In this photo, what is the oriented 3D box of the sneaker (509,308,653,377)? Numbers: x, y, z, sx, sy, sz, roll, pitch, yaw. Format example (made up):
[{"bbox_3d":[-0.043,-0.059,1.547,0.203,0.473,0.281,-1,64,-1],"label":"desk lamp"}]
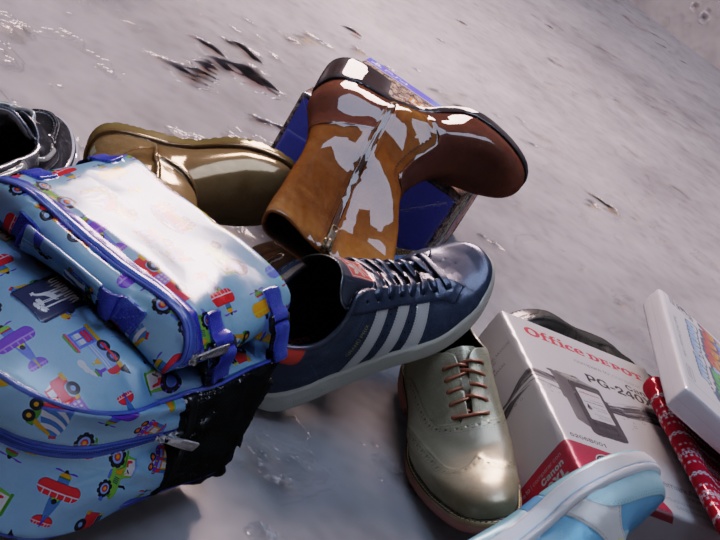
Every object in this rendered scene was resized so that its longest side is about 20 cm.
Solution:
[{"bbox_3d":[0.191,0.092,1.157,0.199,0.060,0.104,15,23,-43],"label":"sneaker"}]

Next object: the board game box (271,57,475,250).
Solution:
[{"bbox_3d":[0.021,-0.091,1.258,0.159,0.097,0.200,35,23,4],"label":"board game box"}]

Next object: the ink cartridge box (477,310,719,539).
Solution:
[{"bbox_3d":[0.158,0.132,1.004,0.145,0.083,0.200,22,25,-25],"label":"ink cartridge box"}]

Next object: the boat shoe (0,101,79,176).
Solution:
[{"bbox_3d":[-0.230,-0.077,0.923,0.071,0.068,0.200,9,25,4],"label":"boat shoe"}]

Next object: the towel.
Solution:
[{"bbox_3d":[0.271,0.161,0.976,0.144,0.022,0.200,34,20,-25],"label":"towel"}]

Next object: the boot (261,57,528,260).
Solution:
[{"bbox_3d":[0.034,-0.058,1.057,0.188,0.068,0.200,32,40,-15],"label":"boot"}]

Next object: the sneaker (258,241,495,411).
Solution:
[{"bbox_3d":[0.006,0.016,0.924,0.200,0.085,0.075,-27,47,-25],"label":"sneaker"}]

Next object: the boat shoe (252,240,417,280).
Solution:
[{"bbox_3d":[0.000,0.000,1.080,0.200,0.072,0.072,6,33,-47],"label":"boat shoe"}]

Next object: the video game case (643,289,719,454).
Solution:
[{"bbox_3d":[0.286,0.110,1.045,0.182,0.024,0.200,41,18,-8],"label":"video game case"}]

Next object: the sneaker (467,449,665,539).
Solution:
[{"bbox_3d":[0.126,0.193,0.803,0.200,0.080,0.131,-27,62,-28],"label":"sneaker"}]

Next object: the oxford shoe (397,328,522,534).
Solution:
[{"bbox_3d":[0.062,0.092,0.946,0.071,0.074,0.200,-4,33,-12],"label":"oxford shoe"}]

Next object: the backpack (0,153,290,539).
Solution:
[{"bbox_3d":[-0.156,0.038,0.727,0.182,0.135,0.200,40,26,18],"label":"backpack"}]

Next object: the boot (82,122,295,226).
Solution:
[{"bbox_3d":[-0.118,-0.027,0.985,0.175,0.066,0.200,7,28,-11],"label":"boot"}]
